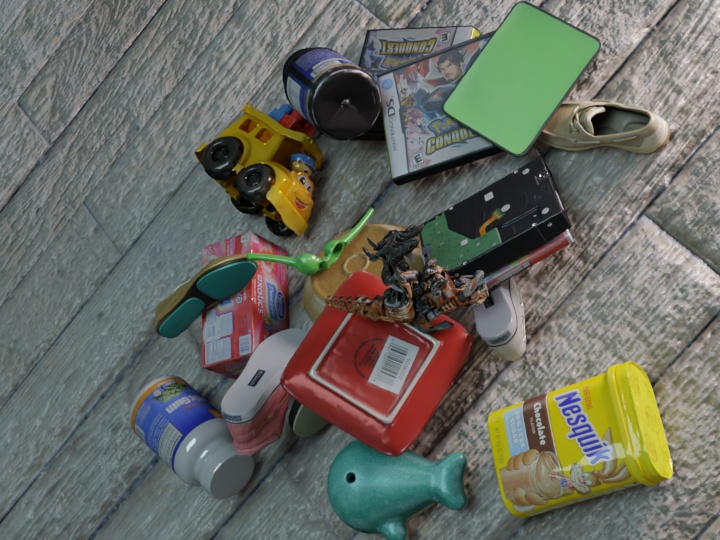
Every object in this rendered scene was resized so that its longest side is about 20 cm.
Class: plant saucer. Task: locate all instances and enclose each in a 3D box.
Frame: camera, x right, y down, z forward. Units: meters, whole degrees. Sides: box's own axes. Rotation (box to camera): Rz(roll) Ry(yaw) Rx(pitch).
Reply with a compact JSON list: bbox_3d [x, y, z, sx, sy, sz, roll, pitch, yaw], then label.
[{"bbox_3d":[0.000,0.000,1.746,0.200,0.035,0.200,-16,46,17],"label":"plant saucer"}]

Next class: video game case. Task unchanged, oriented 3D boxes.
[{"bbox_3d":[0.126,-0.236,1.755,0.200,0.025,0.181,-17,66,22],"label":"video game case"},{"bbox_3d":[0.074,-0.285,1.849,0.200,0.025,0.181,6,77,35],"label":"video game case"},{"bbox_3d":[0.181,-0.031,1.639,0.200,0.017,0.143,-31,33,13],"label":"video game case"}]

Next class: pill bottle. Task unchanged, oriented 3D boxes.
[{"bbox_3d":[-0.250,0.252,1.816,0.200,0.112,0.112,34,93,37],"label":"pill bottle"},{"bbox_3d":[-0.052,-0.276,1.837,0.112,0.112,0.200,-53,29,7],"label":"pill bottle"}]

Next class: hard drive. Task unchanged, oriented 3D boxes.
[{"bbox_3d":[0.176,-0.057,1.623,0.200,0.038,0.140,-29,33,14],"label":"hard drive"}]

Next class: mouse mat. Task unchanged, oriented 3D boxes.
[{"bbox_3d":[0.223,-0.269,1.689,0.161,0.008,0.200,37,93,33],"label":"mouse mat"}]

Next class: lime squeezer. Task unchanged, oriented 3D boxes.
[{"bbox_3d":[-0.059,-0.029,1.747,0.200,0.038,0.071,-21,37,-10],"label":"lime squeezer"}]

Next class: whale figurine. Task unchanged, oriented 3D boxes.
[{"bbox_3d":[0.044,0.282,1.611,0.200,0.104,0.159,-8,68,32],"label":"whale figurine"}]

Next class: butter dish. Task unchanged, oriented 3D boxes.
[{"bbox_3d":[0.027,0.136,1.634,0.199,0.148,0.200,30,76,16],"label":"butter dish"}]

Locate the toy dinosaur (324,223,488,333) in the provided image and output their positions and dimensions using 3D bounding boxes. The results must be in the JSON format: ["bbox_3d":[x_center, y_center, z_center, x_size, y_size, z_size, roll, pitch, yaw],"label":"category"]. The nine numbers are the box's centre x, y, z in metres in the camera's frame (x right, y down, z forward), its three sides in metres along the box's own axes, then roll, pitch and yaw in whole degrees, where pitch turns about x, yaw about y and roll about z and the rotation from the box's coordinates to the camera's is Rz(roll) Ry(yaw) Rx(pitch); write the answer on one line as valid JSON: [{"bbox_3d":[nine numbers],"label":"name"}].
[{"bbox_3d":[0.058,0.022,1.546,0.102,0.200,0.136,-143,39,-71],"label":"toy dinosaur"}]

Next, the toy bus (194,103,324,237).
[{"bbox_3d":[-0.126,-0.173,1.893,0.200,0.136,0.192,35,78,36],"label":"toy bus"}]

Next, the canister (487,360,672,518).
[{"bbox_3d":[0.267,0.214,1.499,0.200,0.087,0.149,-24,61,27],"label":"canister"}]

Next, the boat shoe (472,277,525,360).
[{"bbox_3d":[0.186,0.043,1.624,0.071,0.070,0.200,-29,34,15],"label":"boat shoe"}]

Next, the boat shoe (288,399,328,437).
[{"bbox_3d":[-0.045,0.146,1.744,0.063,0.074,0.202,28,87,43],"label":"boat shoe"}]

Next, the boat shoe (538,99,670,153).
[{"bbox_3d":[0.313,-0.200,1.631,0.200,0.065,0.072,13,80,37],"label":"boat shoe"}]

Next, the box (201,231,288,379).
[{"bbox_3d":[-0.177,0.056,1.849,0.102,0.095,0.200,-17,64,28],"label":"box"}]

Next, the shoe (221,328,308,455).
[{"bbox_3d":[-0.130,0.174,1.740,0.071,0.091,0.200,12,41,25],"label":"shoe"}]

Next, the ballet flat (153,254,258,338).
[{"bbox_3d":[-0.236,0.023,1.803,0.200,0.069,0.063,-36,42,18],"label":"ballet flat"}]
